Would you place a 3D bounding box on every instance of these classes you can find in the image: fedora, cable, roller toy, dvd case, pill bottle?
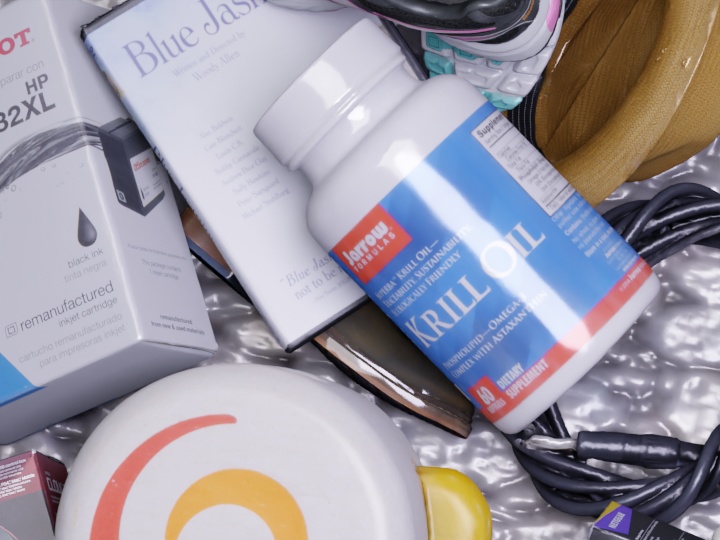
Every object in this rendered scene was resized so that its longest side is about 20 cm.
[{"bbox_3d":[0.146,-0.108,1.565,0.082,0.200,0.201,21,76,-29],"label":"fedora"},{"bbox_3d":[0.163,0.040,1.544,0.200,0.051,0.163,-32,57,-11],"label":"cable"},{"bbox_3d":[-0.053,0.137,1.513,0.200,0.140,0.183,-44,81,5],"label":"roller toy"},{"bbox_3d":[-0.033,-0.078,1.541,0.142,0.018,0.200,-33,85,-10],"label":"dvd case"},{"bbox_3d":[0.043,-0.025,1.476,0.200,0.112,0.112,45,84,1],"label":"pill bottle"}]

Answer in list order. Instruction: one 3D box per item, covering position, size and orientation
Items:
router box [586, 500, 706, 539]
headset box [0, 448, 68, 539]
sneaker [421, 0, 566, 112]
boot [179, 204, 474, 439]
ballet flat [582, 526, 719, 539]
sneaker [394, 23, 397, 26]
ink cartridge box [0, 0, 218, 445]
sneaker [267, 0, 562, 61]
[{"bbox_3d":[0.158,0.237,1.472,0.157,0.052,0.201,23,105,11],"label":"router box"},{"bbox_3d":[-0.209,0.191,1.543,0.148,0.075,0.201,-16,78,4],"label":"headset box"},{"bbox_3d":[0.091,-0.176,1.553,0.077,0.091,0.201,25,118,16],"label":"sneaker"},{"bbox_3d":[0.000,0.000,1.576,0.200,0.075,0.097,37,85,15],"label":"boot"},{"bbox_3d":[0.166,0.166,1.514,0.199,0.068,0.069,-2,109,5],"label":"ballet flat"},{"bbox_3d":[-0.027,-0.122,1.601,0.200,0.083,0.081,-35,87,-12],"label":"sneaker"},{"bbox_3d":[-0.179,-0.027,1.575,0.145,0.084,0.201,-24,74,23],"label":"ink cartridge box"},{"bbox_3d":[0.002,-0.165,1.484,0.199,0.086,0.081,14,89,14],"label":"sneaker"}]
